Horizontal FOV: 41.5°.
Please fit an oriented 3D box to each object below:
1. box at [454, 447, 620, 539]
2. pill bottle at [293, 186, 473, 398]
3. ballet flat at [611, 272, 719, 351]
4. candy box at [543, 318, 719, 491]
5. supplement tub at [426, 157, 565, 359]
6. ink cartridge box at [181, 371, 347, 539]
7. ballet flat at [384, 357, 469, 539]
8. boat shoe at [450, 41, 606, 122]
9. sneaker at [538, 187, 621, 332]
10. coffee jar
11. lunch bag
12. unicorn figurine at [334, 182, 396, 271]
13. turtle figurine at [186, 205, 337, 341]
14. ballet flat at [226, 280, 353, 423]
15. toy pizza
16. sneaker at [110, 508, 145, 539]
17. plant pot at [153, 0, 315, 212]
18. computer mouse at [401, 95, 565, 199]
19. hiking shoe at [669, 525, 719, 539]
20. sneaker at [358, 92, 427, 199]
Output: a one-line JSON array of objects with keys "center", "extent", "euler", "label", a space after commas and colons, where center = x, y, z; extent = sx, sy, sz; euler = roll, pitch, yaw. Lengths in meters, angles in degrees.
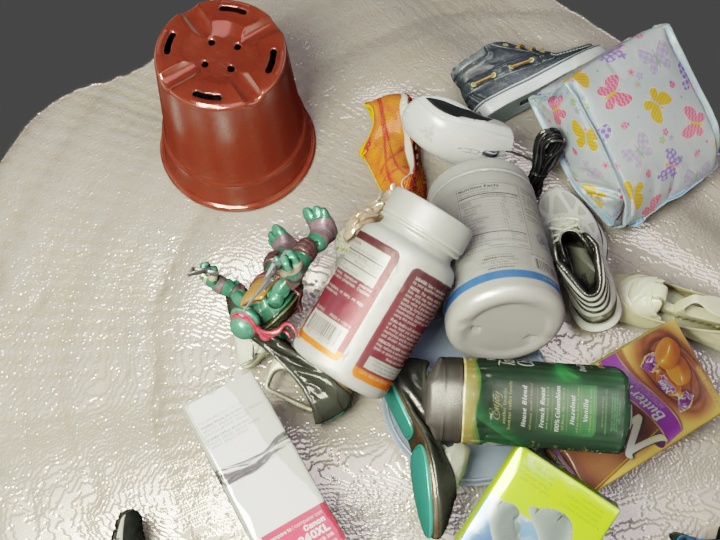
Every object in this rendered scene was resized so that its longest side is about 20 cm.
[{"center": [0.159, 0.291, 0.972], "extent": [0.122, 0.048, 0.200], "euler": [32, 91, 12], "label": "box"}, {"center": [0.026, 0.022, 0.992], "extent": [0.114, 0.114, 0.200], "euler": [32, 91, 12], "label": "pill bottle"}, {"center": [0.365, 0.039, 1.111], "extent": [0.199, 0.070, 0.070], "euler": [16, 67, 6], "label": "ballet flat"}, {"center": [0.289, 0.151, 1.046], "extent": [0.200, 0.056, 0.117], "euler": [-27, 82, -17], "label": "candy box"}, {"center": [0.148, -0.013, 1.070], "extent": [0.131, 0.132, 0.200], "euler": [-4, 50, -3], "label": "supplement tub"}, {"center": [-0.096, 0.220, 0.980], "extent": [0.083, 0.145, 0.200], "euler": [-28, 70, -12], "label": "ink cartridge box"}, {"center": [0.077, 0.181, 1.014], "extent": [0.068, 0.068, 0.201], "euler": [-10, 68, -15], "label": "ballet flat"}, {"center": [0.219, -0.267, 1.234], "extent": [0.200, 0.071, 0.091], "euler": [-26, 74, -9], "label": "boat shoe"}, {"center": [0.250, -0.039, 1.097], "extent": [0.075, 0.115, 0.201], "euler": [-18, 54, 7], "label": "sneaker"}, {"center": [0.162, 0.132, 0.949], "extent": [0.199, 0.104, 0.086], "euler": [3, 90, 3], "label": "coffee jar"}, {"center": [0.330, -0.169, 1.166], "extent": [0.169, 0.127, 0.200], "euler": [-33, 96, -15], "label": "lunch bag"}, {"center": [0.000, 0.000, 1.095], "extent": [0.074, 0.200, 0.137], "euler": [19, 47, 30], "label": "unicorn figurine"}, {"center": [-0.103, 0.011, 1.019], "extent": [0.149, 0.101, 0.200], "euler": [-6, 29, 30], "label": "turtle figurine"}, {"center": [-0.096, 0.096, 1.071], "extent": [0.200, 0.068, 0.068], "euler": [41, 86, 16], "label": "ballet flat"}, {"center": [0.123, 0.145, 1.079], "extent": [0.199, 0.032, 0.201], "euler": [0, 68, 0], "label": "toy pizza"}, {"center": [-0.215, 0.347, 0.975], "extent": [0.087, 0.076, 0.201], "euler": [1, 70, -17], "label": "sneaker"}, {"center": [-0.155, -0.202, 1.132], "extent": [0.200, 0.195, 0.201], "euler": [0, 67, -1], "label": "plant pot"}, {"center": [0.142, -0.147, 1.140], "extent": [0.199, 0.110, 0.044], "euler": [18, 43, -9], "label": "computer mouse"}, {"center": [0.328, 0.323, 0.993], "extent": [0.199, 0.074, 0.087], "euler": [-11, 60, -16], "label": "hiking shoe"}, {"center": [0.039, -0.127, 1.184], "extent": [0.077, 0.073, 0.201], "euler": [-12, 61, 16], "label": "sneaker"}]
